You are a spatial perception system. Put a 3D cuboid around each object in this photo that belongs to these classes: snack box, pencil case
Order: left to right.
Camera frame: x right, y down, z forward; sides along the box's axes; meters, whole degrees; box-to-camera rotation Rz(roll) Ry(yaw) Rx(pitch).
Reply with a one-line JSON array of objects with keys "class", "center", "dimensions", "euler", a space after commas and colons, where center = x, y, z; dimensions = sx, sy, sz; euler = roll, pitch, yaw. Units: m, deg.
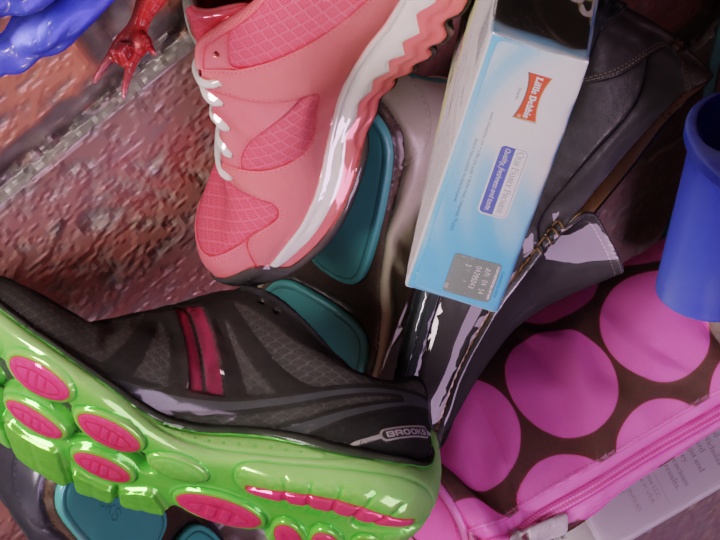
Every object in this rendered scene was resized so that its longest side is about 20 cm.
[{"class": "snack box", "center": [0.059, -0.095, 1.059], "dimensions": [0.037, 0.200, 0.116], "euler": [16, 132, -3]}, {"class": "pencil case", "center": [0.099, 0.057, 1.263], "dimensions": [0.200, 0.094, 0.091], "euler": [-31, 126, -20]}]

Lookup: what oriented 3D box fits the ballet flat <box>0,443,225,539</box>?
[{"class": "ballet flat", "center": [-0.101, 0.113, 1.235], "dimensions": [0.073, 0.073, 0.200], "euler": [-37, 139, -6]}]

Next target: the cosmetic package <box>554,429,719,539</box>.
[{"class": "cosmetic package", "center": [0.160, 0.067, 1.437], "dimensions": [0.200, 0.071, 0.101], "euler": [-27, 178, -23]}]

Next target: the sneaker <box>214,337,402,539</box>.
[{"class": "sneaker", "center": [0.011, 0.083, 1.332], "dimensions": [0.200, 0.076, 0.081], "euler": [-33, 158, -12]}]

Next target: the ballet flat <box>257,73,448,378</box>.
[{"class": "ballet flat", "center": [0.000, 0.000, 1.220], "dimensions": [0.069, 0.070, 0.200], "euler": [-14, 140, -38]}]

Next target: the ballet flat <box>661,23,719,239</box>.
[{"class": "ballet flat", "center": [0.178, -0.051, 1.327], "dimensions": [0.073, 0.073, 0.200], "euler": [-25, 148, -25]}]

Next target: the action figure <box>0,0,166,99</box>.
[{"class": "action figure", "center": [-0.092, -0.099, 1.003], "dimensions": [0.200, 0.052, 0.065], "euler": [-40, 146, -7]}]

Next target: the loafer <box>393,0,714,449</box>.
[{"class": "loafer", "center": [0.072, -0.015, 1.194], "dimensions": [0.073, 0.072, 0.201], "euler": [52, 63, -85]}]

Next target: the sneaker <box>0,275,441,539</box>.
[{"class": "sneaker", "center": [-0.064, 0.045, 1.134], "dimensions": [0.199, 0.084, 0.077], "euler": [21, 143, -10]}]

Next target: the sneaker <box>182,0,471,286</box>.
[{"class": "sneaker", "center": [-0.032, -0.078, 1.094], "dimensions": [0.086, 0.074, 0.200], "euler": [13, 132, -21]}]

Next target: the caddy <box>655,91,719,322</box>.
[{"class": "caddy", "center": [0.213, -0.025, 1.198], "dimensions": [0.200, 0.141, 0.105], "euler": [-11, 125, -40]}]
